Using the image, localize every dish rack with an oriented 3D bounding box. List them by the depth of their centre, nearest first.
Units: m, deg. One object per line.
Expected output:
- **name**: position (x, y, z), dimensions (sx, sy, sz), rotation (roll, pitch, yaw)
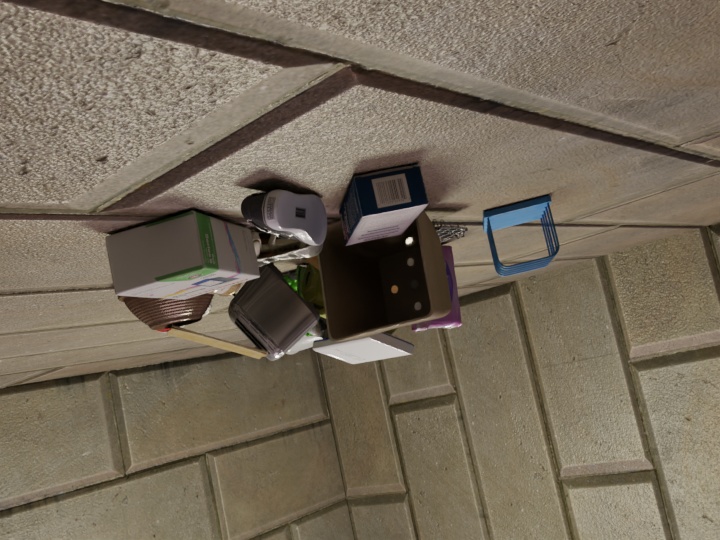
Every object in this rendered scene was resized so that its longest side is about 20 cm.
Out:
- **dish rack**: position (0.103, -0.067, 1.508), dimensions (0.198, 0.055, 0.152), rotation (-22, 169, 39)

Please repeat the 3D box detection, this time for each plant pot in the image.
- **plant pot**: position (0.060, 0.012, 1.355), dimensions (0.198, 0.203, 0.176), rotation (-16, 164, 27)
- **plant pot**: position (-0.364, 0.059, 1.495), dimensions (0.198, 0.094, 0.201), rotation (-12, 172, -2)
- **plant pot**: position (-0.024, 0.044, 1.667), dimensions (0.198, 0.204, 0.183), rotation (-17, 160, 34)

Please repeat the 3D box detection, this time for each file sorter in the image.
- **file sorter**: position (0.340, -0.066, 1.637), dimensions (0.137, 0.125, 0.200), rotation (-14, 172, 7)

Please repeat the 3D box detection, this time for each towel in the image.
- **towel**: position (-0.081, 0.080, 1.759), dimensions (0.030, 0.152, 0.199), rotation (-12, 160, 26)

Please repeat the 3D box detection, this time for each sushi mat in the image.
- **sushi mat**: position (-0.283, 0.142, 1.529), dimensions (0.197, 0.012, 0.096), rotation (18, 165, -17)

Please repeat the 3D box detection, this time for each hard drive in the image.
- **hard drive**: position (0.004, 0.169, 1.713), dimensions (0.131, 0.026, 0.199), rotation (24, 154, -35)

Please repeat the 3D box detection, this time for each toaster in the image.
- **toaster**: position (-0.176, 0.091, 1.574), dimensions (0.129, 0.200, 0.114), rotation (-45, -177, -18)

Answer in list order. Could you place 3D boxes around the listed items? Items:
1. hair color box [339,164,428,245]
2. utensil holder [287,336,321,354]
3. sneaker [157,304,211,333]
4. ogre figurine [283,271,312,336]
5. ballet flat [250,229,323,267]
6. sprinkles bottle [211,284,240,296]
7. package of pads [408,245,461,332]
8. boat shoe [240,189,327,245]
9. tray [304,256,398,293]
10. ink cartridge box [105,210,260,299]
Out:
- **hair color box**: position (0.029, -0.093, 1.152), dimensions (0.098, 0.061, 0.200), rotation (-11, 172, -10)
- **utensil holder**: position (-0.115, 0.108, 1.979), dimensions (0.197, 0.173, 0.170), rotation (-17, 172, 20)
- **sneaker**: position (-0.412, 0.080, 1.704), dimensions (0.199, 0.078, 0.084), rotation (-27, 154, 38)
- **ogre figurine**: position (-0.146, 0.074, 1.820), dimensions (0.119, 0.200, 0.098), rotation (-36, -161, 16)
- **ballet flat**: position (-0.155, -0.045, 1.262), dimensions (0.197, 0.068, 0.064), rotation (-11, 145, -17)
- **sprinkles bottle**: position (-0.266, 0.005, 1.355), dimensions (0.067, 0.069, 0.200), rotation (-13, 173, 7)
- **package of pads**: position (0.171, 0.043, 1.858), dimensions (0.119, 0.203, 0.075), rotation (-2, 173, -38)
- **boat shoe**: position (-0.105, -0.074, 1.078), dimensions (0.065, 0.071, 0.200), rotation (3, -179, 18)
- **tray**: position (0.000, 0.000, 1.505), dimensions (0.198, 0.038, 0.098), rotation (16, -170, -36)
- **ink cartridge box**: position (-0.254, -0.017, 1.141), dimensions (0.143, 0.089, 0.200), rotation (-15, 174, 13)
